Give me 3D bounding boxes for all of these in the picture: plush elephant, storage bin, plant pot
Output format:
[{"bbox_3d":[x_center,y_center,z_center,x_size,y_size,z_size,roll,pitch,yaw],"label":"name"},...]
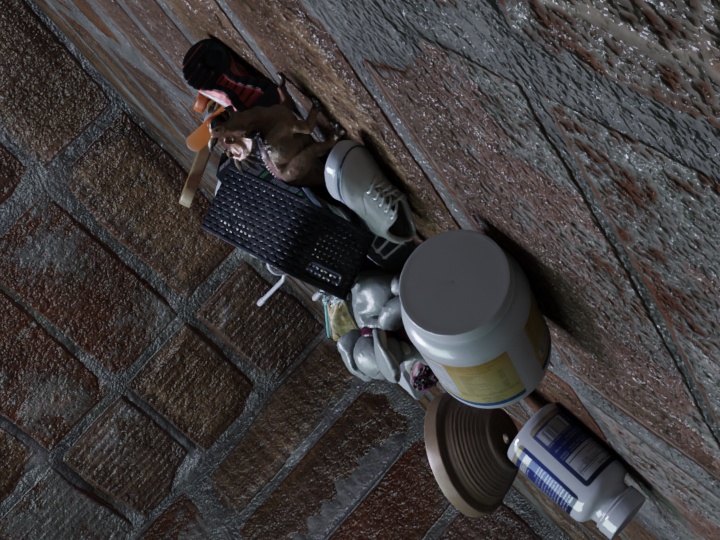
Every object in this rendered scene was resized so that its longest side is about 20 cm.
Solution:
[{"bbox_3d":[0.043,0.079,1.633,0.164,0.197,0.157,-166,68,-67],"label":"plush elephant"},{"bbox_3d":[-0.095,-0.050,1.536,0.199,0.095,0.135,25,179,45],"label":"storage bin"},{"bbox_3d":[0.194,0.279,1.881,0.200,0.092,0.203,37,-139,-40],"label":"plant pot"}]

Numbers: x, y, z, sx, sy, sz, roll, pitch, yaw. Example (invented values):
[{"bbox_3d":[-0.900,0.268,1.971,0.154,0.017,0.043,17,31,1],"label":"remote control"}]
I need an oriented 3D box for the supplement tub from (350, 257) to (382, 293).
[{"bbox_3d":[0.000,0.000,1.830,0.107,0.107,0.200,45,-168,-11],"label":"supplement tub"}]

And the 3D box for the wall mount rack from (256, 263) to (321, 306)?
[{"bbox_3d":[-0.092,-0.012,1.986,0.198,0.176,0.074,-4,-155,-36],"label":"wall mount rack"}]

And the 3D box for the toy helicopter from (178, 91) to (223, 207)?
[{"bbox_3d":[-0.223,-0.190,1.760,0.078,0.202,0.132,21,174,-13],"label":"toy helicopter"}]

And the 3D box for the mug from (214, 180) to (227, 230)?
[{"bbox_3d":[-0.138,-0.115,2.047,0.185,0.152,0.153,11,-179,-29],"label":"mug"}]

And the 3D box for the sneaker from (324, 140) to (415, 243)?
[{"bbox_3d":[0.020,-0.095,1.445,0.070,0.074,0.200,23,170,28],"label":"sneaker"}]

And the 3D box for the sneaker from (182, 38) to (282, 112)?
[{"bbox_3d":[-0.171,-0.241,1.633,0.200,0.074,0.087,41,174,30],"label":"sneaker"}]

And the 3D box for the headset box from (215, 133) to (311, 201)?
[{"bbox_3d":[-0.118,-0.114,1.800,0.200,0.092,0.174,49,-172,-14],"label":"headset box"}]

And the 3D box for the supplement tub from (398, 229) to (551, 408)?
[{"bbox_3d":[0.127,0.055,1.320,0.144,0.145,0.200,40,172,32],"label":"supplement tub"}]

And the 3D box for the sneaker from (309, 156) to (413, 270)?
[{"bbox_3d":[0.000,-0.085,1.624,0.201,0.074,0.081,51,-177,-3],"label":"sneaker"}]

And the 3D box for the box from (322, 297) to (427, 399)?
[{"bbox_3d":[0.060,0.093,2.041,0.199,0.131,0.200,41,173,19],"label":"box"}]

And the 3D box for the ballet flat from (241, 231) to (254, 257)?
[{"bbox_3d":[-0.165,-0.062,1.873,0.201,0.069,0.070,55,179,26],"label":"ballet flat"}]

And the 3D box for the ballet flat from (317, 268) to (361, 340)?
[{"bbox_3d":[-0.030,0.005,1.692,0.071,0.070,0.203,33,137,59],"label":"ballet flat"}]

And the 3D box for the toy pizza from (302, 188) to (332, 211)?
[{"bbox_3d":[-0.049,-0.117,1.737,0.201,0.032,0.200,51,-173,-9],"label":"toy pizza"}]

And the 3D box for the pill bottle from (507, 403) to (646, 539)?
[{"bbox_3d":[0.328,0.306,1.794,0.200,0.111,0.111,42,173,22],"label":"pill bottle"}]

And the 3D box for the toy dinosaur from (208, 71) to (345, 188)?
[{"bbox_3d":[-0.097,-0.149,1.467,0.200,0.136,0.086,46,173,-23],"label":"toy dinosaur"}]

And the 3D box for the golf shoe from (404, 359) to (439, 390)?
[{"bbox_3d":[0.101,0.094,1.830,0.201,0.072,0.093,106,147,-46],"label":"golf shoe"}]
